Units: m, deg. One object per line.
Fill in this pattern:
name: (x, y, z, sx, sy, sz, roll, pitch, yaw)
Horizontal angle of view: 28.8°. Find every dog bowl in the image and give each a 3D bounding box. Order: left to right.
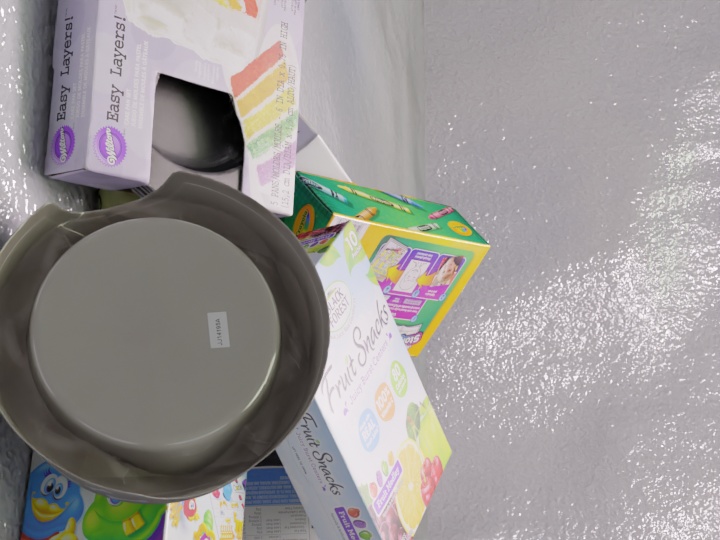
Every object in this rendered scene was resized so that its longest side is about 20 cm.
dog bowl: (-0.118, 0.042, 0.814, 0.059, 0.197, 0.203, 111, -17, -62)

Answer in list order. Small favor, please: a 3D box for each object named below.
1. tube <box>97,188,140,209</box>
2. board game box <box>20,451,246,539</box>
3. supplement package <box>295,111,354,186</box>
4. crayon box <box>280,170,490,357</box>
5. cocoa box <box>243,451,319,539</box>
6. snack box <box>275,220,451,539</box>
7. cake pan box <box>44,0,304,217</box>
tube: (-0.164, -0.040, 0.997, 0.058, 0.051, 0.203, -29, -115, 51)
board game box: (-0.138, 0.130, 0.877, 0.105, 0.102, 0.202, 51, 36, -56)
supplement package: (-0.069, -0.054, 1.136, 0.118, 0.117, 0.200, 50, -1, 35)
crayon box: (0.000, 0.000, 1.106, 0.199, 0.058, 0.119, 9, 120, -49)
cocoa box: (-0.058, 0.191, 1.126, 0.200, 0.131, 0.133, 118, -30, -66)
snack box: (-0.010, 0.088, 0.970, 0.202, 0.052, 0.142, 66, 28, -19)
cake pan box: (-0.121, -0.139, 0.955, 0.183, 0.052, 0.203, 12, 78, -43)
